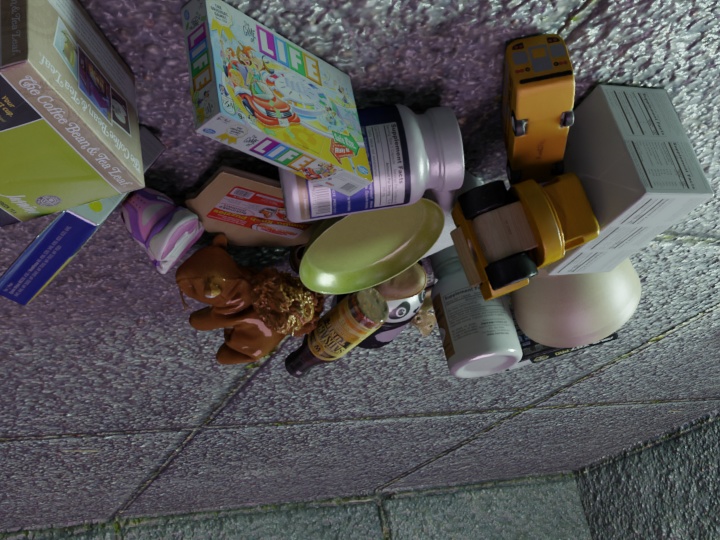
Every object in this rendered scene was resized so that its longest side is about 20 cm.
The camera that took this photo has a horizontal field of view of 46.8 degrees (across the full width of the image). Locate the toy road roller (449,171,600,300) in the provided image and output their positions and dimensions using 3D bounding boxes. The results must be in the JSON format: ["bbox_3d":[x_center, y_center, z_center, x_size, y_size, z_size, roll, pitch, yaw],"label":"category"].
[{"bbox_3d":[0.198,-0.047,1.012,0.146,0.123,0.200,-20,174,-4],"label":"toy road roller"}]

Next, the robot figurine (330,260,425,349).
[{"bbox_3d":[0.027,0.049,1.299,0.125,0.151,0.200,10,151,-14],"label":"robot figurine"}]

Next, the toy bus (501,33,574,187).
[{"bbox_3d":[0.198,-0.173,0.951,0.065,0.078,0.200,-11,156,3],"label":"toy bus"}]

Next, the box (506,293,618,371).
[{"bbox_3d":[0.320,0.068,1.432,0.200,0.161,0.049,-20,155,15],"label":"box"}]

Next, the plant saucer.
[{"bbox_3d":[0.011,-0.039,1.059,0.200,0.031,0.200,-20,153,-11],"label":"plant saucer"}]

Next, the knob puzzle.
[{"bbox_3d":[-0.128,-0.077,1.066,0.219,0.031,0.220,2,159,1],"label":"knob puzzle"}]

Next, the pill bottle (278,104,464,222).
[{"bbox_3d":[0.009,-0.123,0.930,0.200,0.116,0.116,-9,156,-6],"label":"pill bottle"}]

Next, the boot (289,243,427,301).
[{"bbox_3d":[0.000,0.000,1.165,0.200,0.074,0.075,11,173,-7],"label":"boot"}]

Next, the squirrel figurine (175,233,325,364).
[{"bbox_3d":[-0.152,0.029,1.149,0.200,0.142,0.187,-1,148,20],"label":"squirrel figurine"}]

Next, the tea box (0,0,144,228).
[{"bbox_3d":[-0.318,-0.145,0.713,0.196,0.134,0.200,-13,156,6],"label":"tea box"}]

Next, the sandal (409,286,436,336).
[{"bbox_3d":[0.102,0.091,1.493,0.211,0.070,0.078,-26,152,28],"label":"sandal"}]

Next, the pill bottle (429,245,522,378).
[{"bbox_3d":[0.171,0.056,1.288,0.114,0.200,0.114,-10,156,-4],"label":"pill bottle"}]

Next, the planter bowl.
[{"bbox_3d":[0.315,-0.001,1.276,0.200,0.200,0.135,-19,128,15],"label":"planter bowl"}]

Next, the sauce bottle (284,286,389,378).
[{"bbox_3d":[-0.040,0.096,1.200,0.066,0.066,0.200,8,142,-37],"label":"sauce bottle"}]

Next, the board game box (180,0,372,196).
[{"bbox_3d":[-0.075,-0.161,0.788,0.034,0.135,0.200,-28,151,32],"label":"board game box"}]

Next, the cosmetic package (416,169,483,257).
[{"bbox_3d":[0.085,-0.085,1.125,0.151,0.052,0.200,-22,154,26],"label":"cosmetic package"}]

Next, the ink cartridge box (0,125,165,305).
[{"bbox_3d":[-0.310,-0.041,0.890,0.047,0.200,0.198,41,133,-17],"label":"ink cartridge box"}]

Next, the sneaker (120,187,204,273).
[{"bbox_3d":[-0.249,-0.055,1.022,0.081,0.088,0.200,-52,-177,-12],"label":"sneaker"}]

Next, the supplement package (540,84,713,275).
[{"bbox_3d":[0.307,-0.109,1.044,0.111,0.156,0.200,-2,154,-26],"label":"supplement package"}]
